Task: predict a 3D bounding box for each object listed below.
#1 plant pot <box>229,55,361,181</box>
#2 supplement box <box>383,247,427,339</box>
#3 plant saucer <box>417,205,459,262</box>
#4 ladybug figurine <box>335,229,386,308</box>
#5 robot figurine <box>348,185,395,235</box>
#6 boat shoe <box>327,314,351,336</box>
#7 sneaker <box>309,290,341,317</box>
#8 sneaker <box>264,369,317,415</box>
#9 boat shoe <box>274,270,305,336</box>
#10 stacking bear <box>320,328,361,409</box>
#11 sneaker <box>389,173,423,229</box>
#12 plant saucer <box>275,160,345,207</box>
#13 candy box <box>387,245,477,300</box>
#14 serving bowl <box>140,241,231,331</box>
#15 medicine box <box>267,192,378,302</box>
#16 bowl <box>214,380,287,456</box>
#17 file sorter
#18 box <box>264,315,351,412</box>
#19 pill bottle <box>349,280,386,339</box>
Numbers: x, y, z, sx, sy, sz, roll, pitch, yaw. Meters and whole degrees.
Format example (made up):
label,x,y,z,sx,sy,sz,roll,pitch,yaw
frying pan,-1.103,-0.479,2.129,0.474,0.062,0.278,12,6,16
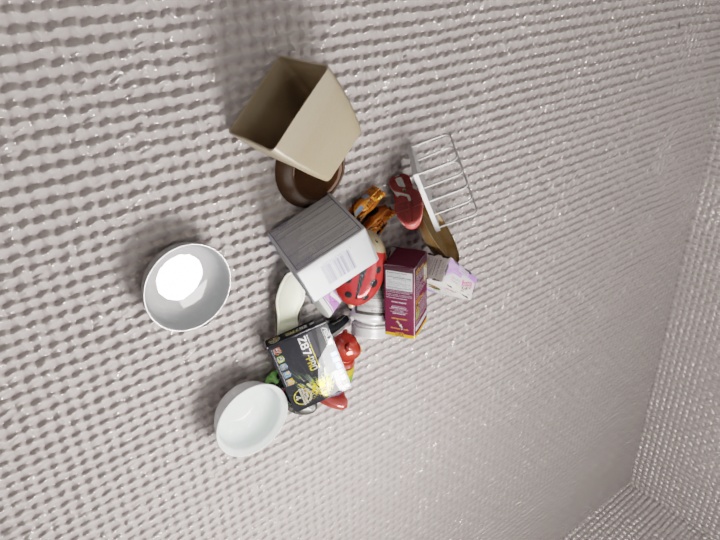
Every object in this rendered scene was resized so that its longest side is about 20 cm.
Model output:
label,x,y,z,sx,sy,sz,roll,pitch,yaw
plant pot,-0.120,-0.303,1.361,0.177,0.199,0.201,37,86,-43
supplement box,0.116,0.057,1.652,0.110,0.085,0.202,-48,141,-57
plant saucer,0.204,-0.101,1.779,0.035,0.202,0.200,-31,140,22
ladybug figurine,0.000,0.000,1.601,0.134,0.072,0.202,7,103,-11
robot figurine,-0.003,-0.113,1.656,0.200,0.058,0.145,-48,132,-12
boat shoe,-0.104,0.162,1.700,0.200,0.075,0.061,-36,91,-41
sneaker,-0.093,0.018,1.643,0.114,0.072,0.201,-48,143,-17
sneaker,-0.177,0.339,1.712,0.077,0.084,0.200,-52,134,-7
boat shoe,-0.180,0.090,1.604,0.071,0.060,0.204,1,111,-16
stacking bear,-0.059,0.251,1.719,0.112,0.122,0.201,14,122,-14
sneaker,0.131,-0.151,1.669,0.077,0.201,0.116,-15,134,9
plant saucer,-0.107,-0.240,1.521,0.199,0.037,0.203,-19,123,-33
candy box,0.193,0.008,1.772,0.167,0.199,0.072,31,76,-50
serving bowl,-0.382,0.027,1.395,0.199,0.066,0.202,-20,123,-33
medicine box,-0.089,-0.057,1.490,0.181,0.200,0.103,-33,130,-8
bowl,-0.288,0.354,1.620,0.200,0.090,0.203,-18,121,-33
file sorter,0.215,-0.235,1.698,0.123,0.140,0.201,-19,131,12
box,-0.128,0.234,1.613,0.160,0.049,0.202,-23,112,-9
pill bottle,0.031,0.072,1.713,0.113,0.113,0.203,-1,99,-40
